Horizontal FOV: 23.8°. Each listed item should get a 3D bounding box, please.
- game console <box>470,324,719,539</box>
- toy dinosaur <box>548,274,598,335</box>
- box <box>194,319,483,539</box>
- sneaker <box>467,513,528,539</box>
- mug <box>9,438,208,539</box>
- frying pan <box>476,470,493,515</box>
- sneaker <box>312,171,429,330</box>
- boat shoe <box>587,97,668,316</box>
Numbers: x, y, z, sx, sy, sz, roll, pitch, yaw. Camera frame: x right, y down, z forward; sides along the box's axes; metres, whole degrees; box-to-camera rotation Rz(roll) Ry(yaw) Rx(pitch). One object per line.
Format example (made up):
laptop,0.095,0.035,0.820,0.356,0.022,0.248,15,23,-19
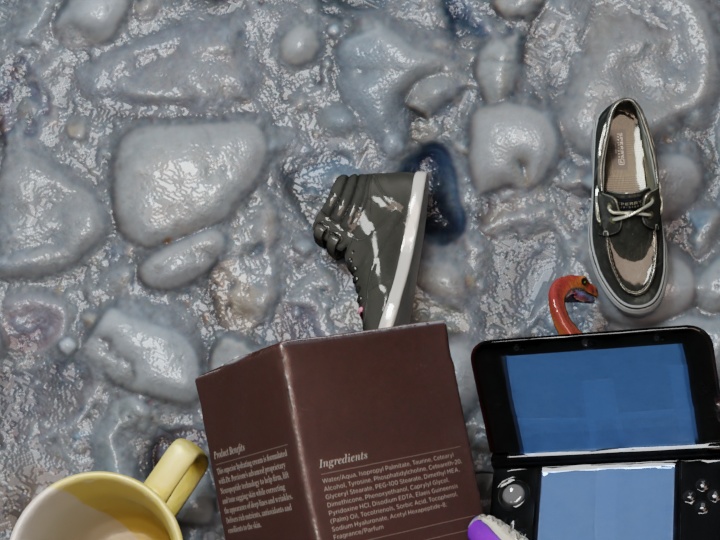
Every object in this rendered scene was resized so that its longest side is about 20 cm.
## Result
game console,0.188,0.152,1.364,0.198,0.119,0.173,-5,55,20
toy dinosaur,0.220,0.093,1.487,0.105,0.200,0.183,-27,103,-19
box,-0.017,0.161,1.413,0.163,0.166,0.202,-6,82,-31
sneaker,0.130,0.285,1.319,0.099,0.070,0.200,-40,69,3
mug,-0.196,0.250,1.475,0.185,0.153,0.150,-23,75,-2
frying pan,0.091,0.232,1.466,0.114,0.031,0.190,12,36,25
sneaker,0.000,0.000,1.567,0.098,0.071,0.202,8,73,10
boat shoe,0.239,-0.060,1.558,0.071,0.071,0.202,-8,77,2
